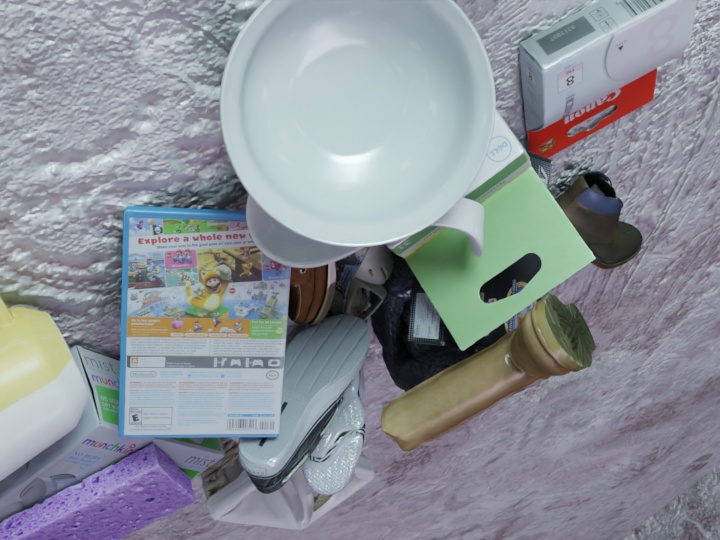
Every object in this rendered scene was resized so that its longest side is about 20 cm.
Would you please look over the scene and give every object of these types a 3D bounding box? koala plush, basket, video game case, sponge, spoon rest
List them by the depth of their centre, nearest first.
[{"bbox_3d":[0.006,-0.047,0.801,0.197,0.101,0.061,4,163,-2],"label":"spoon rest"},{"bbox_3d":[-0.134,0.048,0.850,0.141,0.018,0.203,2,105,-12],"label":"video game case"},{"bbox_3d":[-0.271,0.245,0.979,0.198,0.030,0.112,-26,150,-2],"label":"sponge"},{"bbox_3d":[0.125,0.054,1.105,0.198,0.179,0.184,-23,162,-13],"label":"koala plush"},{"bbox_3d":[-0.096,0.220,1.190,0.135,0.124,0.200,-37,149,14],"label":"basket"}]

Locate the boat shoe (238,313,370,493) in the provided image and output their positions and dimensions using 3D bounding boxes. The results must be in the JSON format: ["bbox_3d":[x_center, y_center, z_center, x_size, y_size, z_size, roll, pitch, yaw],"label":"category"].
[{"bbox_3d":[-0.056,0.126,0.961,0.200,0.072,0.071,-51,157,-34],"label":"boat shoe"}]

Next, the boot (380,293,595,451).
[{"bbox_3d":[0.105,0.100,0.869,0.199,0.067,0.175,-31,164,16],"label":"boot"}]

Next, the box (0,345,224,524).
[{"bbox_3d":[-0.271,0.179,1.005,0.176,0.097,0.200,-35,149,13],"label":"box"}]

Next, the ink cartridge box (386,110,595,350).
[{"bbox_3d":[0.087,-0.055,0.856,0.145,0.201,0.048,-35,158,10],"label":"ink cartridge box"}]

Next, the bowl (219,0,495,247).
[{"bbox_3d":[-0.005,-0.125,0.742,0.198,0.090,0.204,-2,106,-7],"label":"bowl"}]

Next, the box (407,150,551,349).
[{"bbox_3d":[0.119,-0.024,0.957,0.044,0.203,0.159,2,174,43],"label":"box"}]

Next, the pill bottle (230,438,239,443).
[{"bbox_3d":[-0.132,0.099,0.985,0.112,0.114,0.200,-28,151,-2],"label":"pill bottle"}]

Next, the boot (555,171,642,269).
[{"bbox_3d":[0.288,-0.059,1.155,0.198,0.075,0.097,1,141,-39],"label":"boot"}]

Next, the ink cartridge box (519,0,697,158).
[{"bbox_3d":[0.238,-0.179,0.958,0.161,0.057,0.201,-28,146,-4],"label":"ink cartridge box"}]

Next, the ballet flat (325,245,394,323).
[{"bbox_3d":[0.000,0.000,0.991,0.073,0.075,0.201,-18,153,-20],"label":"ballet flat"}]

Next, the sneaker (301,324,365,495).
[{"bbox_3d":[-0.028,0.154,1.094,0.074,0.202,0.115,-2,157,5],"label":"sneaker"}]

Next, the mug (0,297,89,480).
[{"bbox_3d":[-0.310,0.097,0.804,0.152,0.150,0.187,-26,158,-21],"label":"mug"}]

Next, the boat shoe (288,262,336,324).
[{"bbox_3d":[-0.059,-0.026,0.914,0.067,0.072,0.202,-10,135,-23],"label":"boat shoe"}]
